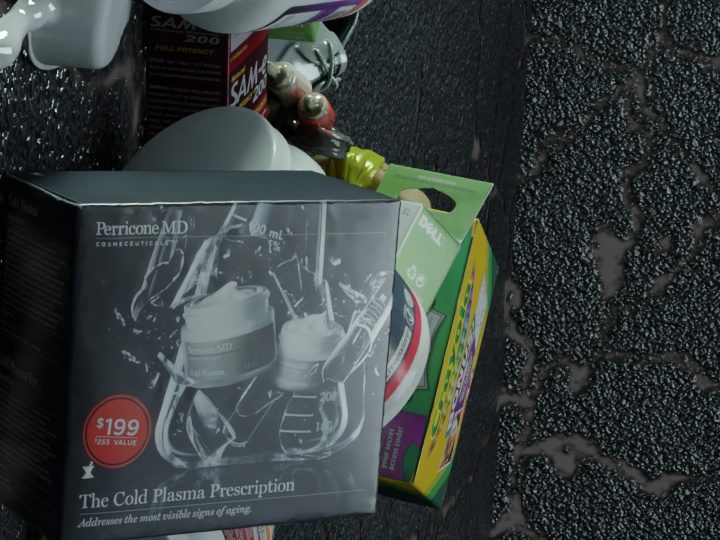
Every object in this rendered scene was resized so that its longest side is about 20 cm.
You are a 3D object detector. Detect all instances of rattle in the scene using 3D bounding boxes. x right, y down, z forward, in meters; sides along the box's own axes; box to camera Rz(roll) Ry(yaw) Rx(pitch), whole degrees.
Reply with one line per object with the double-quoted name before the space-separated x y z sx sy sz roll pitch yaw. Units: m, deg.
"rattle" -0.035 0.012 1.786 0.200 0.130 0.143 -48 -157 31

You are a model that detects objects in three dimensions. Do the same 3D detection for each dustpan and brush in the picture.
"dustpan and brush" -0.160 -0.149 1.234 0.201 0.057 0.140 -79 -177 -57

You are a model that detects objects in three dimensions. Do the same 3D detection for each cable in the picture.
"cable" -0.027 -0.111 1.661 0.051 0.097 0.200 -61 161 6

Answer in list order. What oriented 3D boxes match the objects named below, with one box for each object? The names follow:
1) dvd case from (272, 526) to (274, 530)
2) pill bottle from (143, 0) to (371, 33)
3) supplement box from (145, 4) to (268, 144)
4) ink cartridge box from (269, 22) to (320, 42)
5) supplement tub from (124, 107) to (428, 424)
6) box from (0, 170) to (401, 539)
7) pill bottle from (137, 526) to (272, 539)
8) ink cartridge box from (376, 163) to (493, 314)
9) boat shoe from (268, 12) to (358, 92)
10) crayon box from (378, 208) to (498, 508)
"dvd case" -0.084 0.152 1.788 0.200 0.016 0.150 77 22 -62
"pill bottle" -0.064 -0.204 1.413 0.200 0.111 0.112 -20 117 -63
"supplement box" -0.102 -0.091 1.539 0.109 0.060 0.202 -59 153 -65
"ink cartridge box" -0.061 -0.268 1.629 0.200 0.067 0.118 80 20 -59
"supplement tub" -0.057 0.010 1.438 0.200 0.139 0.141 52 40 -40
"box" -0.092 0.042 1.261 0.104 0.199 0.184 19 -71 57
"pill bottle" -0.127 0.180 1.438 0.200 0.109 0.111 -9 105 -80
"ink cartridge box" 0.000 0.000 1.610 0.059 0.103 0.201 45 66 -42
"boat shoe" -0.045 -0.170 1.771 0.201 0.071 0.071 -66 161 -56
"crayon box" 0.051 0.070 1.739 0.173 0.058 0.202 56 47 -77
